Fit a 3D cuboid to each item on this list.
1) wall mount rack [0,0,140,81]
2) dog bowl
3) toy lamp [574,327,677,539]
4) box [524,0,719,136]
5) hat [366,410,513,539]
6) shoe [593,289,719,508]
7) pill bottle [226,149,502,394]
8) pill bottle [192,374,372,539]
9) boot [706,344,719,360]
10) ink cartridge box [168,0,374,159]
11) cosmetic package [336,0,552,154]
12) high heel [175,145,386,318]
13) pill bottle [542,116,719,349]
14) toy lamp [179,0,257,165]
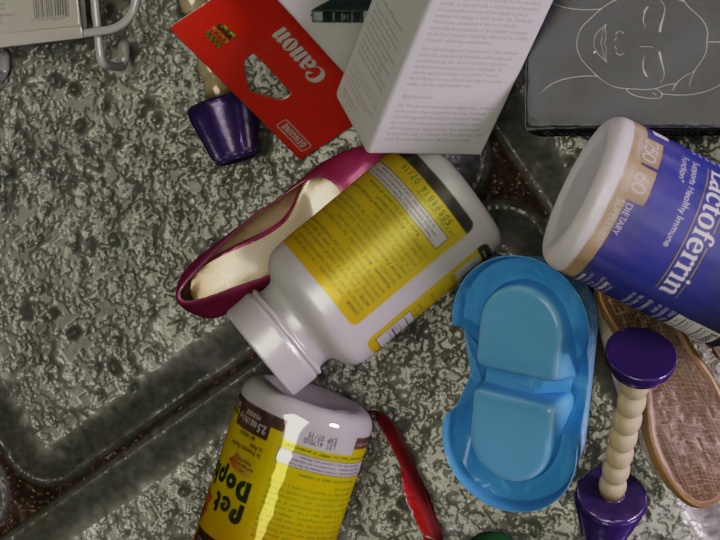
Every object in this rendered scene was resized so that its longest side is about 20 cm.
[{"bbox_3d":[-0.258,-0.245,1.338,0.198,0.075,0.175,-2,95,18],"label":"wall mount rack"},{"bbox_3d":[0.126,0.081,1.254,0.111,0.050,0.202,12,108,26],"label":"dog bowl"},{"bbox_3d":[0.192,0.131,1.212,0.058,0.058,0.201,15,136,12],"label":"toy lamp"},{"bbox_3d":[0.224,-0.199,1.207,0.195,0.124,0.202,1,93,14],"label":"box"},{"bbox_3d":[0.104,0.230,1.305,0.164,0.177,0.201,-10,128,11],"label":"hat"},{"bbox_3d":[0.230,0.083,1.258,0.069,0.053,0.201,-21,91,-8],"label":"shoe"},{"bbox_3d":[0.000,0.000,1.250,0.200,0.111,0.111,-40,84,-4],"label":"pill bottle"},{"bbox_3d":[-0.069,0.191,1.294,0.109,0.109,0.201,19,96,11],"label":"pill bottle"},{"bbox_3d":[0.286,-0.051,1.238,0.166,0.072,0.201,-35,85,1],"label":"boot"},{"bbox_3d":[-0.017,-0.165,1.230,0.173,0.200,0.044,-33,51,11],"label":"ink cartridge box"},{"bbox_3d":[0.066,-0.180,1.163,0.071,0.101,0.201,63,142,39],"label":"cosmetic package"},{"bbox_3d":[-0.059,-0.033,1.290,0.199,0.096,0.068,-32,85,12],"label":"high heel"},{"bbox_3d":[0.237,-0.015,1.143,0.199,0.116,0.116,25,97,-5],"label":"pill bottle"},{"bbox_3d":[-0.126,-0.184,1.313,0.058,0.058,0.201,-18,87,13],"label":"toy lamp"}]
